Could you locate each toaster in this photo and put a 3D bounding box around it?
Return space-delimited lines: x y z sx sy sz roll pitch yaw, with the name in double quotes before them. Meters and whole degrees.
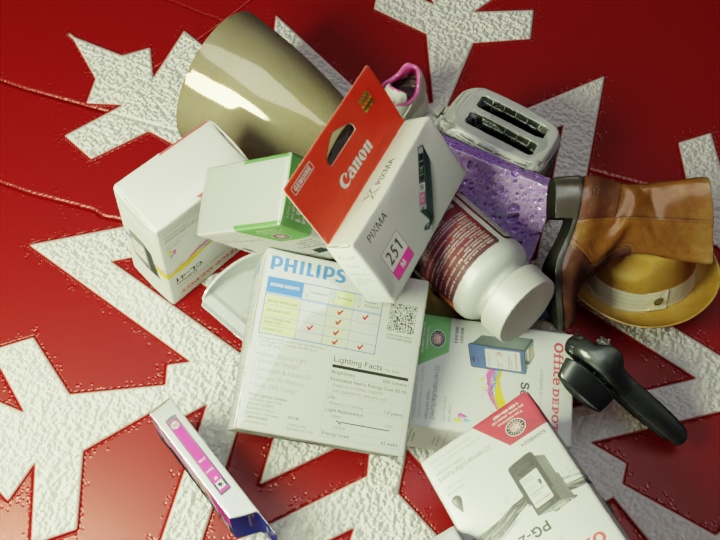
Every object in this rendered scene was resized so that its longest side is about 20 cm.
"toaster" 0.177 -0.145 1.363 0.199 0.130 0.114 30 56 12

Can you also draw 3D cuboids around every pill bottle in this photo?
"pill bottle" 0.127 -0.013 1.234 0.109 0.110 0.200 -36 61 -18

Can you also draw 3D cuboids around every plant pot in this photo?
"plant pot" -0.106 -0.205 1.357 0.199 0.188 0.188 31 66 12

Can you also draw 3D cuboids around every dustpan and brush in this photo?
"dustpan and brush" -0.087 0.007 1.317 0.139 0.057 0.200 38 57 7

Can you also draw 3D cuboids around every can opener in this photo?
"can opener" 0.312 0.144 1.234 0.199 0.063 0.079 36 95 -23

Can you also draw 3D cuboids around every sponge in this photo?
"sponge" 0.140 -0.096 1.308 0.198 0.112 0.030 23 33 10

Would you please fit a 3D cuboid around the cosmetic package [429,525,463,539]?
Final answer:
"cosmetic package" 0.076 0.401 1.063 0.164 0.165 0.201 -28 67 -7

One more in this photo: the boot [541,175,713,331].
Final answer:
"boot" 0.320 -0.019 1.246 0.198 0.068 0.191 2 89 -5

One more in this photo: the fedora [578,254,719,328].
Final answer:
"fedora" 0.360 -0.019 1.317 0.198 0.082 0.202 -3 46 3

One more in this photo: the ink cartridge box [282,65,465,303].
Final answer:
"ink cartridge box" 0.023 -0.097 1.131 0.043 0.174 0.201 0 49 43

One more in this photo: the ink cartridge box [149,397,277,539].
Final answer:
"ink cartridge box" -0.165 0.241 1.180 0.037 0.095 0.200 -38 71 -19

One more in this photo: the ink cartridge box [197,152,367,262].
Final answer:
"ink cartridge box" -0.060 -0.058 1.177 0.145 0.199 0.085 -4 73 44

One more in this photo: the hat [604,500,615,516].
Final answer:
"hat" 0.237 0.368 1.177 0.164 0.177 0.201 -15 41 21

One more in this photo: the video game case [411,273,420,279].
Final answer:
"video game case" 0.000 0.000 1.318 0.181 0.023 0.201 32 64 -9

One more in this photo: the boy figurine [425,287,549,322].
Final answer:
"boy figurine" 0.167 0.027 1.318 0.198 0.065 0.125 -1 54 -8

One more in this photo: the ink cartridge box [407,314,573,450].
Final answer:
"ink cartridge box" 0.151 0.144 1.248 0.198 0.088 0.147 9 63 -1

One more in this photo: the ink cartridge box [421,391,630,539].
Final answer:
"ink cartridge box" 0.177 0.254 1.091 0.145 0.083 0.201 -34 52 3

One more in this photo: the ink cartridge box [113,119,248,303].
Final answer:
"ink cartridge box" -0.210 -0.068 1.274 0.147 0.200 0.086 -41 72 -20

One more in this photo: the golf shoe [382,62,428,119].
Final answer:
"golf shoe" 0.021 -0.204 1.415 0.075 0.092 0.201 33 68 13

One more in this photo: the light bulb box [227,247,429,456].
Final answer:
"light bulb box" -0.039 0.099 1.195 0.196 0.125 0.202 12 79 -10
